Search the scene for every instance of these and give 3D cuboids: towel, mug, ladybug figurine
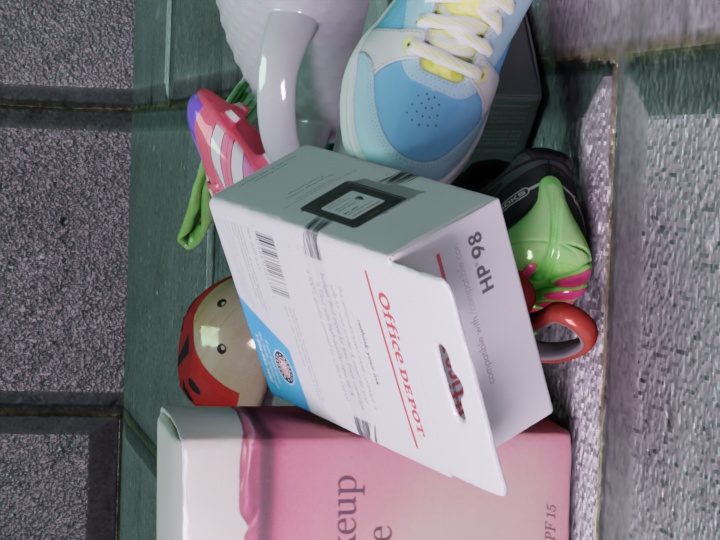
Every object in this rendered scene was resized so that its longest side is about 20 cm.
[{"bbox_3d":[-0.057,-0.119,1.513,0.200,0.031,0.149,-58,-6,-33],"label":"towel"},{"bbox_3d":[-0.023,-0.151,1.341,0.176,0.147,0.201,85,-162,-50],"label":"mug"},{"bbox_3d":[-0.127,0.074,2.027,0.200,0.071,0.137,120,149,-66],"label":"ladybug figurine"}]

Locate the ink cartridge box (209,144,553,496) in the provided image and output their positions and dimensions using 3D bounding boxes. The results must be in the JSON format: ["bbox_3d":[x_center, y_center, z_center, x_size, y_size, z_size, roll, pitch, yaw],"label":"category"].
[{"bbox_3d":[0.019,0.020,1.035,0.200,0.067,0.116,20,132,53],"label":"ink cartridge box"}]

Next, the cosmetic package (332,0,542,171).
[{"bbox_3d":[0.036,-0.069,1.253,0.201,0.090,0.107,102,164,-51],"label":"cosmetic package"}]

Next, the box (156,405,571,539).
[{"bbox_3d":[-0.001,0.137,1.119,0.109,0.199,0.129,-158,68,-78],"label":"box"}]

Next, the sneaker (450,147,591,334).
[{"bbox_3d":[0.068,-0.011,1.143,0.200,0.076,0.084,148,129,-64],"label":"sneaker"}]

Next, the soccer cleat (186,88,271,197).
[{"bbox_3d":[-0.057,-0.020,1.370,0.200,0.076,0.067,53,-169,-8],"label":"soccer cleat"}]

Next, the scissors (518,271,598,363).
[{"bbox_3d":[0.049,0.034,1.113,0.200,0.073,0.014,-27,32,61],"label":"scissors"}]

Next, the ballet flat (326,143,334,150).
[{"bbox_3d":[0.000,0.000,1.441,0.067,0.070,0.201,132,137,-67],"label":"ballet flat"}]

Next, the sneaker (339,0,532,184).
[{"bbox_3d":[0.053,-0.139,1.085,0.131,0.079,0.201,121,170,-61],"label":"sneaker"}]
